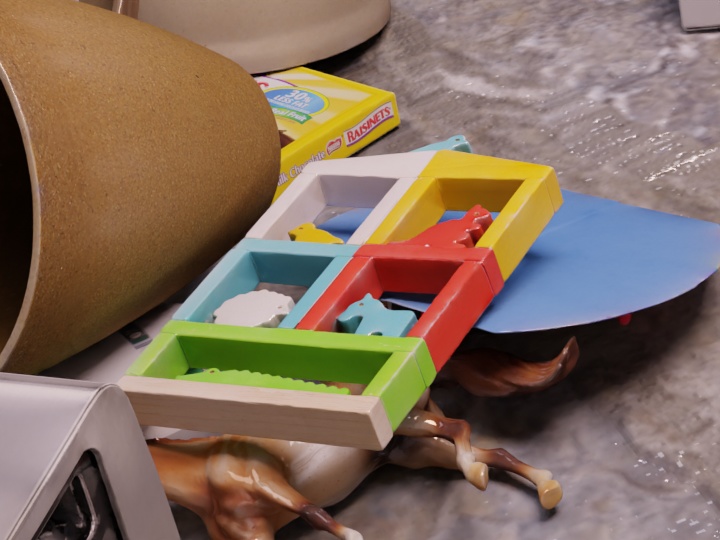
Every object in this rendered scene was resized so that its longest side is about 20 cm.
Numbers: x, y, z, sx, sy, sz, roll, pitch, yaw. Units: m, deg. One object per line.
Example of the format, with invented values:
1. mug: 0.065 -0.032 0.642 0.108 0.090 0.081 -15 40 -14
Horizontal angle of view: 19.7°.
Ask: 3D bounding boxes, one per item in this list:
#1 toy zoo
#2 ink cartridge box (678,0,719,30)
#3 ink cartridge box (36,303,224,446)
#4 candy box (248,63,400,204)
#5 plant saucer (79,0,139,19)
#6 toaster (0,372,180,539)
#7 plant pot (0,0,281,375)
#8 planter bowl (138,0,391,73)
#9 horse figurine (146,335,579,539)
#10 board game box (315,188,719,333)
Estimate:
1. toy zoo: 0.000 0.000 0.884 0.131 0.021 0.200 3 38 35
2. ink cartridge box: 0.224 -0.246 1.179 0.084 0.145 0.200 -3 33 17
3. ink cartridge box: -0.157 0.053 0.952 0.161 0.050 0.200 -24 35 -17
4. candy box: -0.082 -0.090 1.168 0.102 0.026 0.200 -32 36 -34
5. plant saucer: -0.189 -0.131 1.165 0.029 0.201 0.200 19 5 -43
6. toaster: -0.138 0.141 0.682 0.118 0.181 0.200 2 36 19
7. plant pot: -0.135 -0.047 0.930 0.186 0.187 0.200 13 17 37
8. planter bowl: -0.086 -0.209 1.222 0.200 0.135 0.200 -4 26 2
9. horse figurine: -0.006 0.078 0.848 0.200 0.050 0.132 -27 35 -20
10. board game box: 0.067 0.007 0.940 0.158 0.039 0.200 -22 26 -40
